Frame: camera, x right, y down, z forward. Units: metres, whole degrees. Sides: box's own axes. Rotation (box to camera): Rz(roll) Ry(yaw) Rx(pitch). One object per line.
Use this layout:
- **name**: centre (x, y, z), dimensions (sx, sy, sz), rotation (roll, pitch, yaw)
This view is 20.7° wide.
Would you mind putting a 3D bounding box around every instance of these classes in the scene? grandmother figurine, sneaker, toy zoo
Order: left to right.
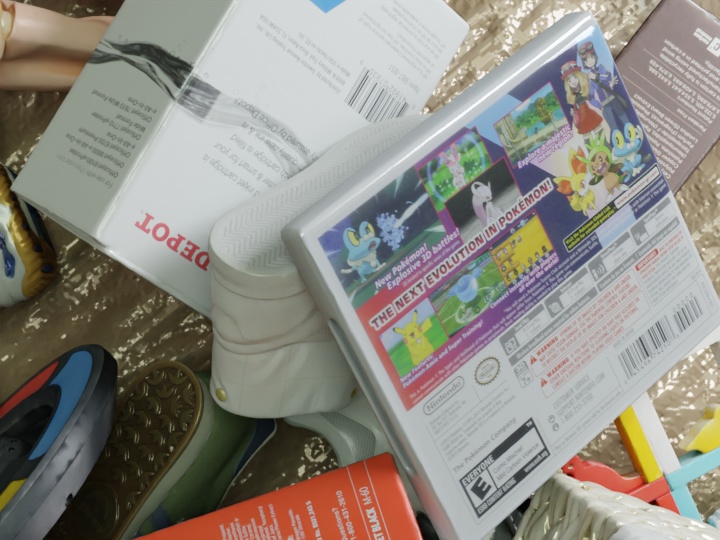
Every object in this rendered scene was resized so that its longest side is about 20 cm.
- **sneaker**: centre (-0.240, -0.067, 1.064), dimensions (0.088, 0.075, 0.201), rotation (-24, 75, 5)
- **sneaker**: centre (-0.118, 0.131, 1.031), dimensions (0.200, 0.090, 0.067), rotation (-50, 59, 19)
- **grandmother figurine**: centre (-0.112, -0.114, 1.061), dimensions (0.199, 0.121, 0.061), rotation (8, 109, -22)
- **sneaker**: centre (0.000, 0.000, 0.981), dimensions (0.200, 0.116, 0.074), rotation (-26, 49, -36)
- **sneaker**: centre (0.037, 0.127, 1.045), dimensions (0.088, 0.074, 0.200), rotation (-38, 87, 12)
- **toy zoo**: centre (0.161, 0.113, 1.040), dimensions (0.131, 0.020, 0.201), rotation (-27, 99, -7)

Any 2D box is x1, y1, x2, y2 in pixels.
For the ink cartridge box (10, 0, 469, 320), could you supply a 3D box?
- **ink cartridge box**: centre (-0.058, -0.082, 0.987), dimensions (0.084, 0.145, 0.200), rotation (27, 84, 43)

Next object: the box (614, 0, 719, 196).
- **box**: centre (0.128, -0.043, 1.058), dimensions (0.075, 0.100, 0.200), rotation (36, 80, 5)

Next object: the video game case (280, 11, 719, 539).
- **video game case**: centre (0.075, 0.003, 0.945), dimensions (0.200, 0.023, 0.183), rotation (-38, 113, -26)

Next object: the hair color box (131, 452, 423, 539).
- **hair color box**: centre (-0.063, 0.166, 0.948), dimensions (0.199, 0.111, 0.064), rotation (-19, 57, -2)

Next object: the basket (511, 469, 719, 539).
- **basket**: centre (0.162, 0.198, 0.964), dimensions (0.199, 0.123, 0.136), rotation (23, 96, -20)

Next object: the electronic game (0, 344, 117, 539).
- **electronic game**: centre (-0.191, 0.115, 0.972), dimensions (0.042, 0.200, 0.200), rotation (42, 81, -15)
